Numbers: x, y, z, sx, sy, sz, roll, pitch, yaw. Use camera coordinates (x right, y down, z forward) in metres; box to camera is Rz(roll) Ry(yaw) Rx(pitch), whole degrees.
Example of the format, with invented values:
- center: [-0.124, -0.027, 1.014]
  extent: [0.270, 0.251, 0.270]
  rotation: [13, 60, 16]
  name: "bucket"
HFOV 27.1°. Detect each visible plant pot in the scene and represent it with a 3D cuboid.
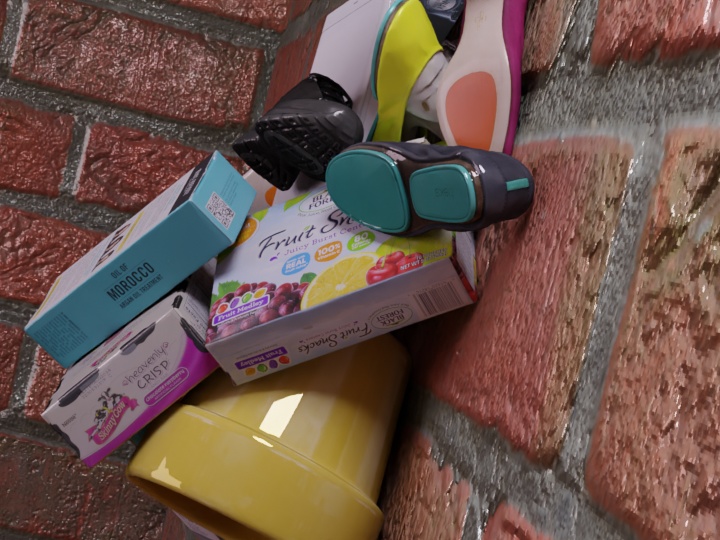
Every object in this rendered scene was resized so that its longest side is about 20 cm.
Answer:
- center: [-0.056, 0.125, 1.186]
  extent: [0.189, 0.200, 0.201]
  rotation: [-63, 6, -17]
  name: "plant pot"

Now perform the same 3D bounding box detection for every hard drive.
- center: [-0.016, -0.150, 1.301]
  extent: [0.132, 0.027, 0.201]
  rotation: [-19, 53, 58]
  name: "hard drive"

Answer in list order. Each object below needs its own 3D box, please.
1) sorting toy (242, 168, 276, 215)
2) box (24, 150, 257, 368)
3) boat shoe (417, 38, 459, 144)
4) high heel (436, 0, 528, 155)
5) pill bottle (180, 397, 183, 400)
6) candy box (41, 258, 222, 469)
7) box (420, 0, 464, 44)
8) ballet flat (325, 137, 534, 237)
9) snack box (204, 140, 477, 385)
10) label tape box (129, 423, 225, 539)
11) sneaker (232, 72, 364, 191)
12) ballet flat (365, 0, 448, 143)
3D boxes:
- center: [-0.103, -0.068, 1.566]
  extent: [0.200, 0.179, 0.107]
  rotation: [6, -93, -77]
  name: "sorting toy"
- center: [-0.174, -0.007, 1.183]
  extent: [0.200, 0.049, 0.082]
  rotation: [-35, 20, 28]
  name: "box"
- center: [0.064, -0.120, 1.229]
  extent: [0.067, 0.057, 0.200]
  rotation: [57, 154, 18]
  name: "boat shoe"
- center: [0.105, -0.157, 1.095]
  extent: [0.067, 0.096, 0.201]
  rotation: [-4, 83, 36]
  name: "high heel"
- center: [-0.138, 0.103, 1.411]
  extent: [0.200, 0.113, 0.113]
  rotation: [61, -154, -45]
  name: "pill bottle"
- center: [-0.171, 0.063, 1.205]
  extent: [0.136, 0.061, 0.200]
  rotation: [-38, 12, 10]
  name: "candy box"
- center: [0.028, -0.201, 1.380]
  extent: [0.200, 0.043, 0.160]
  rotation: [-58, 13, 18]
  name: "box"
- center: [0.051, -0.059, 1.036]
  extent: [0.200, 0.073, 0.073]
  rotation: [9, 85, 59]
  name: "ballet flat"
- center: [-0.014, -0.007, 1.120]
  extent: [0.053, 0.199, 0.142]
  rotation: [58, -159, -34]
  name: "snack box"
- center: [-0.116, 0.148, 1.306]
  extent: [0.063, 0.200, 0.144]
  rotation: [11, 54, 51]
  name: "label tape box"
- center: [-0.041, -0.122, 1.201]
  extent: [0.091, 0.076, 0.200]
  rotation: [-52, 18, -13]
  name: "sneaker"
- center: [0.042, -0.125, 1.140]
  extent: [0.067, 0.067, 0.200]
  rotation: [-52, -15, -31]
  name: "ballet flat"
